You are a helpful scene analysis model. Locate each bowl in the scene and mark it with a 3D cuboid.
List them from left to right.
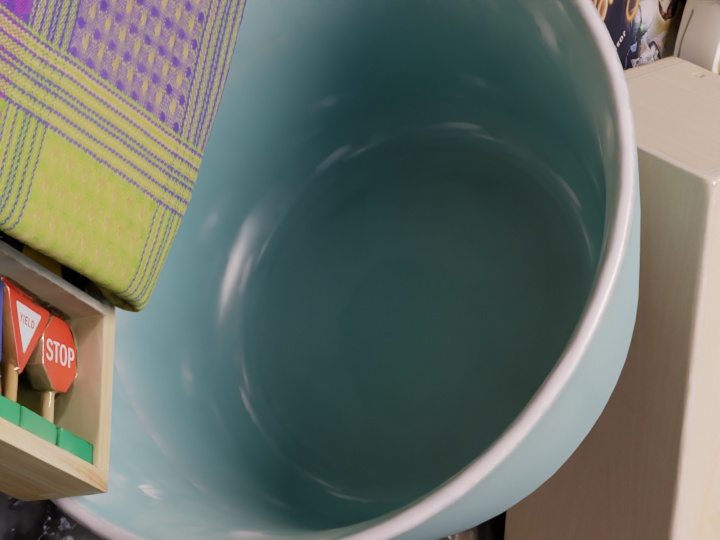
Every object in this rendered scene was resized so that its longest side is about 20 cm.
[{"bbox_3d":[0.000,0.000,0.764,0.105,0.201,0.201,37,63,-57],"label":"bowl"}]

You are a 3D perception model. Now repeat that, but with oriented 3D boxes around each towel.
[{"bbox_3d":[-0.065,-0.100,0.690,0.144,0.023,0.200,36,63,-62],"label":"towel"}]

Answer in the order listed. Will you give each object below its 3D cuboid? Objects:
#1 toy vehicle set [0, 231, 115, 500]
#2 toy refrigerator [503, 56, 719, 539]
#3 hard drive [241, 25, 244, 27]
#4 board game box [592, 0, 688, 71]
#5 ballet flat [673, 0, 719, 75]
[{"bbox_3d":[-0.115,-0.027,0.652,0.200,0.026,0.124,38,48,-62],"label":"toy vehicle set"},{"bbox_3d":[0.099,0.040,0.862,0.070,0.076,0.200,-19,123,-37],"label":"toy refrigerator"},{"bbox_3d":[0.003,-0.158,0.860,0.140,0.033,0.200,15,78,-41],"label":"hard drive"},{"bbox_3d":[0.100,-0.098,0.913,0.200,0.035,0.136,-59,142,-31],"label":"board game box"},{"bbox_3d":[0.140,-0.062,0.897,0.072,0.072,0.200,-40,130,-36],"label":"ballet flat"}]
